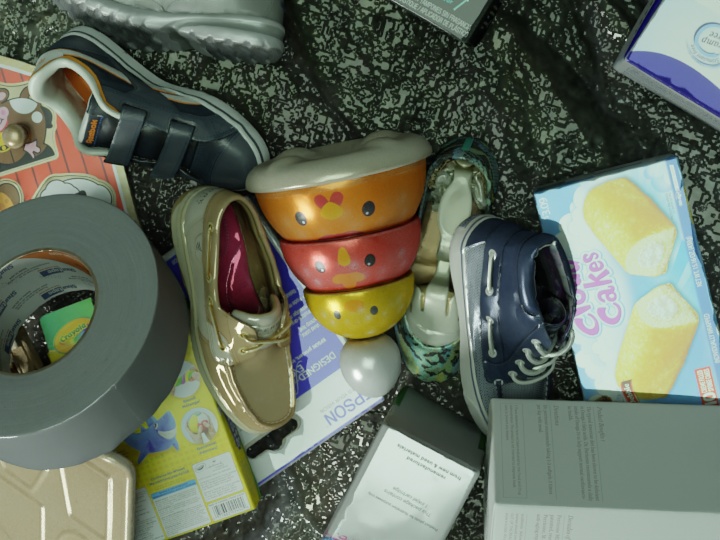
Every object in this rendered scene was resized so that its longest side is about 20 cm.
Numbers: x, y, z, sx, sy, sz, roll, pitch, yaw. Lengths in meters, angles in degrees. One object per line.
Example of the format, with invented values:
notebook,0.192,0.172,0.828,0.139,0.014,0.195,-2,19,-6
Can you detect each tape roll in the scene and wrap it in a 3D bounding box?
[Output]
tape roll,-0.231,0.044,1.142,0.199,0.066,0.202,-8,60,14

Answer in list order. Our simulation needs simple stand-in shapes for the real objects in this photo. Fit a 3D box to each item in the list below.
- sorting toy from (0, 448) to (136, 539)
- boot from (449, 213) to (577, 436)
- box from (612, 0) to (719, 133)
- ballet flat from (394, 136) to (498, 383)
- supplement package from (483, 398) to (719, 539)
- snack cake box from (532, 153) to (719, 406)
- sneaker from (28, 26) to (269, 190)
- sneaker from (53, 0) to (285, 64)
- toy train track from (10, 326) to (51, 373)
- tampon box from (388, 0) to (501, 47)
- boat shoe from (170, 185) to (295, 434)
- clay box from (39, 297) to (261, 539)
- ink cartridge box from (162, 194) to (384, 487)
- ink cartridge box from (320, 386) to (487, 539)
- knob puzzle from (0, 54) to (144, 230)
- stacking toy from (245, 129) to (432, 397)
sorting toy,-0.240,0.185,1.219,0.184,0.036,0.201,26,128,33
boot,0.124,0.058,1.165,0.072,0.090,0.201,-28,116,-27
box,0.285,-0.145,1.089,0.183,0.200,0.105,31,99,3
ballet flat,0.064,-0.005,1.203,0.074,0.074,0.202,7,98,6
supplement package,0.193,0.177,1.133,0.198,0.117,0.118,2,126,3
snack cake box,0.211,0.020,1.187,0.114,0.067,0.201,-14,95,8
sneaker,-0.171,-0.112,1.205,0.199,0.079,0.079,30,131,6
sneaker,-0.151,-0.219,1.214,0.199,0.075,0.083,12,78,3
toy train track,-0.253,0.137,1.261,0.114,0.033,0.201,-22,99,31
tampon box,0.068,-0.290,1.136,0.149,0.126,0.201,29,99,2
boat shoe,-0.089,0.033,1.165,0.073,0.069,0.201,-26,105,-33
clay box,-0.167,0.110,1.213,0.114,0.048,0.201,-19,94,5
ink cartridge box,-0.111,0.074,1.247,0.198,0.043,0.201,-34,91,11
ink cartridge box,0.017,0.208,1.195,0.084,0.145,0.201,28,100,3
knob puzzle,-0.286,-0.082,1.258,0.218,0.030,0.221,1,97,8
stacking toy,0.000,0.000,1.176,0.145,0.146,0.201,-11,99,9
